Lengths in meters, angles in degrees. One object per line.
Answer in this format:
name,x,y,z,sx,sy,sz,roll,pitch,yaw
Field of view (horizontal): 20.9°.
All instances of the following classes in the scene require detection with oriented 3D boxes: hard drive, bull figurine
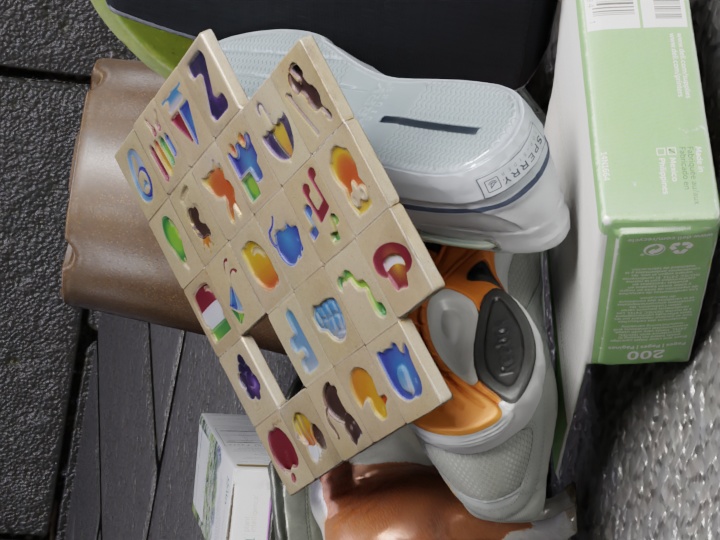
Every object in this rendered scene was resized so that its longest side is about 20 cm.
hard drive,-0.016,-0.130,0.804,0.135,0.200,0.042,94,-171,-65
bull figurine,0.033,0.135,0.827,0.065,0.121,0.200,68,-160,-70

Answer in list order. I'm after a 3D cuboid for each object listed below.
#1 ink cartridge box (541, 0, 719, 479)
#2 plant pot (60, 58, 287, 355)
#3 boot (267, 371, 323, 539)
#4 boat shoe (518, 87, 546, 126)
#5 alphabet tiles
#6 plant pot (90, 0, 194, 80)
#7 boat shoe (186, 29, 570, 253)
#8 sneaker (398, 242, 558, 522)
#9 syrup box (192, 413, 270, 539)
ink cartridge box,0.102,-0.023,0.787,0.200,0.048,0.146,87,-179,-57
plant pot,-0.071,-0.039,1.167,0.200,0.198,0.200,-172,90,-85
boot,0.018,0.139,0.894,0.068,0.131,0.200,117,156,-60
boat shoe,0.057,-0.083,0.997,0.202,0.065,0.074,-107,23,-69
alphabet tiles,-0.031,-0.008,0.751,0.167,0.008,0.200,62,153,6
plant pot,-0.016,-0.202,0.919,0.200,0.200,0.190,112,173,-52
boat shoe,-0.003,-0.043,0.783,0.200,0.074,0.067,22,152,46
sneaker,0.047,0.021,0.813,0.200,0.076,0.092,-83,-19,-48
syrup box,-0.069,0.160,1.403,0.200,0.081,0.079,-150,64,-76
